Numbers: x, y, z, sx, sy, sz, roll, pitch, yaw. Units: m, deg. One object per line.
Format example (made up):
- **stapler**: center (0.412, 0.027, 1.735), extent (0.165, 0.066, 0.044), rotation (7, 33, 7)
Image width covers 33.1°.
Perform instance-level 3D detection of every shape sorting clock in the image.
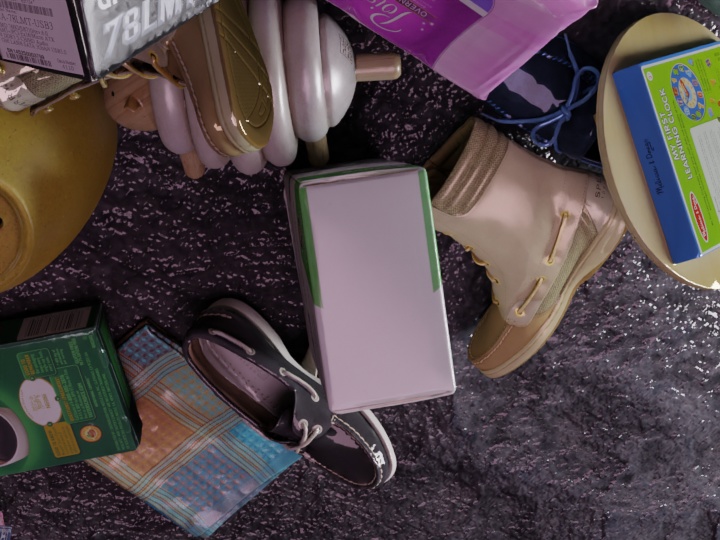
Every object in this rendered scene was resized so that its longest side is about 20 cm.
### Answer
- **shape sorting clock**: center (0.236, -0.086, 0.867), extent (0.200, 0.201, 0.039), rotation (37, 147, -29)

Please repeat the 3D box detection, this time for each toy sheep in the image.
- **toy sheep**: center (-0.072, -0.126, 0.801), extent (0.198, 0.138, 0.139), rotation (-9, 125, -1)

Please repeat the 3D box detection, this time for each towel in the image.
- **towel**: center (-0.156, 0.140, 1.027), extent (0.146, 0.022, 0.200), rotation (-40, 121, 15)

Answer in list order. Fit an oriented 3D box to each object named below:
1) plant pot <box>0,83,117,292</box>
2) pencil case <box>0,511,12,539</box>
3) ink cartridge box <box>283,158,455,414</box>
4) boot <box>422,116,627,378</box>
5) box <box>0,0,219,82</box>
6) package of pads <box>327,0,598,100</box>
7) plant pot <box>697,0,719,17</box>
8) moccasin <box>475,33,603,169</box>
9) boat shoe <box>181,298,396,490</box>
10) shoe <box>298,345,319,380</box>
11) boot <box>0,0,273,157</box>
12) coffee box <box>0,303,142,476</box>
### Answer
- **plant pot**: center (-0.262, -0.060, 0.798), extent (0.198, 0.142, 0.201), rotation (-5, 125, -7)
- **pencil case**: center (-0.394, 0.240, 1.010), extent (0.198, 0.088, 0.088), rotation (4, 123, -12)
- **ink cartridge box**: center (0.000, 0.000, 0.832), extent (0.083, 0.200, 0.147), rotation (-9, 98, -5)
- **boot**: center (0.097, -0.014, 0.942), extent (0.155, 0.073, 0.200), rotation (22, 125, -18)
- **box**: center (-0.152, -0.173, 0.618), extent (0.197, 0.200, 0.050), rotation (17, 131, 25)
- **package of pads**: center (0.041, -0.200, 0.756), extent (0.199, 0.076, 0.120), rotation (28, 140, -21)
- **plant pot**: center (0.318, -0.230, 0.799), extent (0.199, 0.135, 0.202), rotation (-5, 125, -7)
- **moccasin**: center (0.166, -0.119, 0.884), extent (0.199, 0.068, 0.081), rotation (17, 119, -20)
- **boat shoe**: center (-0.057, 0.106, 0.949), extent (0.200, 0.060, 0.074), rotation (46, 119, -4)
- **shoe**: center (-0.003, 0.053, 0.977), extent (0.069, 0.054, 0.201), rotation (16, 119, -21)
- **boot**: center (-0.142, -0.124, 0.710), extent (0.154, 0.201, 0.072), rotation (-25, 151, 8)
- **coffee box**: center (-0.284, 0.101, 0.950), extent (0.198, 0.044, 0.124), rotation (-12, 120, 2)
